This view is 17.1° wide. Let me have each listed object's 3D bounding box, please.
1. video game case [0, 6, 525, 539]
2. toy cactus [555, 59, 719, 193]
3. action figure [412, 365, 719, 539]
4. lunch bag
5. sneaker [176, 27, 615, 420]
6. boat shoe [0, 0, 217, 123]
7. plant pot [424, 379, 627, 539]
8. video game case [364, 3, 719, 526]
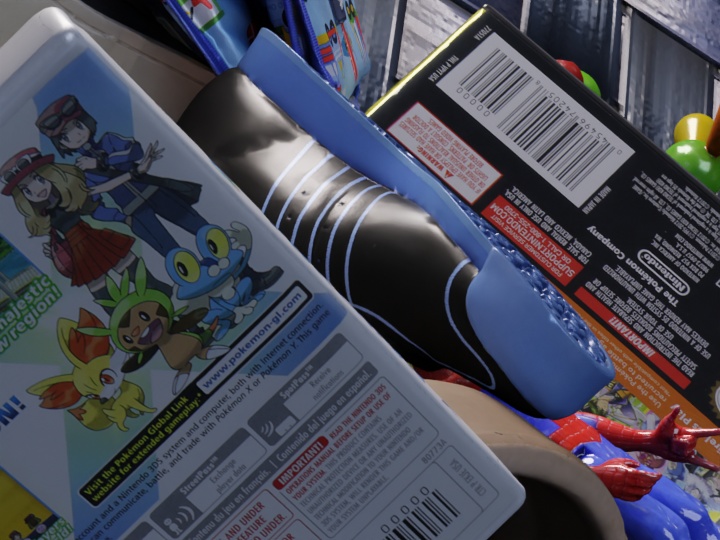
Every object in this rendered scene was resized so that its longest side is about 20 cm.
[{"bbox_3d":[-0.084,0.068,0.564,0.182,0.200,0.022,46,0,-33],"label":"video game case"},{"bbox_3d":[0.091,-0.002,0.927,0.165,0.102,0.200,0,65,-31],"label":"toy cactus"},{"bbox_3d":[0.085,0.071,0.780,0.200,0.052,0.065,34,22,16],"label":"action figure"},{"bbox_3d":[-0.053,-0.133,0.909,0.200,0.094,0.151,63,8,-9],"label":"lunch bag"},{"bbox_3d":[0.000,0.000,0.774,0.070,0.078,0.200,39,5,-46],"label":"sneaker"},{"bbox_3d":[-0.126,-0.093,0.886,0.200,0.073,0.063,35,6,-16],"label":"boat shoe"},{"bbox_3d":[-0.044,0.094,0.744,0.200,0.200,0.175,0,29,-42],"label":"plant pot"},{"bbox_3d":[0.060,0.022,0.857,0.200,0.026,0.181,41,63,11],"label":"video game case"}]
